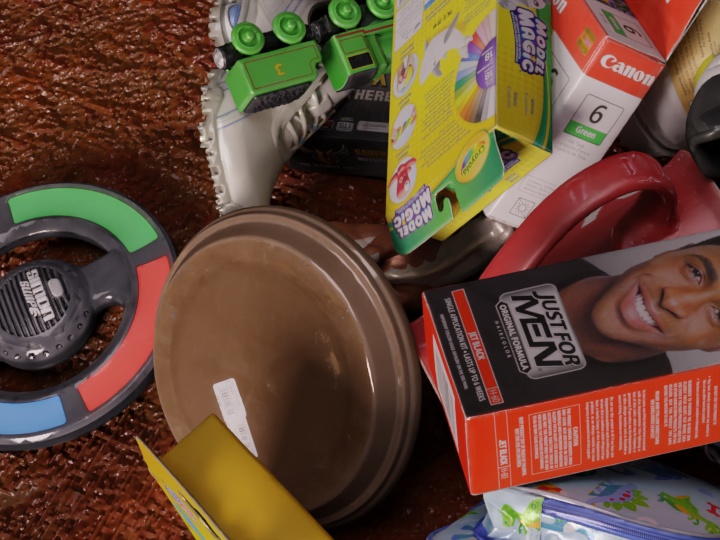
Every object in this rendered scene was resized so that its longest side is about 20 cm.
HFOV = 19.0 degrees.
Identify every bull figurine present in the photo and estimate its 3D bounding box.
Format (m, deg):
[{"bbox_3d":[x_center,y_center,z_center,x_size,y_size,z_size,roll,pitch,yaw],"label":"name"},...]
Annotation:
[{"bbox_3d":[0.000,0.000,1.347,0.199,0.121,0.066,-7,96,27],"label":"bull figurine"}]

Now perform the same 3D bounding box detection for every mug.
[{"bbox_3d":[0.127,0.017,1.273,0.199,0.178,0.134,-28,22,2],"label":"mug"}]

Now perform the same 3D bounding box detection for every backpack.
[{"bbox_3d":[0.140,0.180,1.143,0.199,0.183,0.148,22,103,21],"label":"backpack"}]

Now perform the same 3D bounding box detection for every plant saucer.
[{"bbox_3d":[-0.052,0.062,1.290,0.199,0.201,0.029,28,26,28],"label":"plant saucer"}]

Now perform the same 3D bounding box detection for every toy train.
[{"bbox_3d":[0.000,-0.147,1.380,0.199,0.042,0.057,-17,77,-26],"label":"toy train"}]

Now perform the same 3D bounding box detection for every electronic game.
[{"bbox_3d":[-0.213,0.028,1.425,0.199,0.042,0.201,-7,57,11],"label":"electronic game"}]

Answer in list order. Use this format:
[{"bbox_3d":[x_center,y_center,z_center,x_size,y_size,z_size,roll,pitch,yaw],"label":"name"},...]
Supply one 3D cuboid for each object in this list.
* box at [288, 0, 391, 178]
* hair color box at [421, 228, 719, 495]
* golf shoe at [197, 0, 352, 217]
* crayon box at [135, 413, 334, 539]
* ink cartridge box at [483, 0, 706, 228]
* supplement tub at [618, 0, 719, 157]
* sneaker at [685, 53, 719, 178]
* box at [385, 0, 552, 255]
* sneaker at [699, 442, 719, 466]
[{"bbox_3d":[0.058,-0.136,1.450,0.199,0.048,0.159,7,62,18],"label":"box"},{"bbox_3d":[0.140,0.042,1.113,0.199,0.061,0.102,-12,42,-6],"label":"hair color box"},{"bbox_3d":[-0.052,-0.111,1.393,0.097,0.078,0.201,-2,59,8],"label":"golf shoe"},{"bbox_3d":[-0.046,0.164,1.201,0.051,0.200,0.127,-39,58,-11],"label":"crayon box"},{"bbox_3d":[0.129,-0.132,1.287,0.200,0.050,0.109,-58,31,25],"label":"ink cartridge box"},{"bbox_3d":[0.254,-0.148,1.322,0.199,0.144,0.145,-12,54,35],"label":"supplement tub"},{"bbox_3d":[0.276,-0.059,1.224,0.199,0.075,0.085,18,47,16],"label":"sneaker"},{"bbox_3d":[0.065,-0.110,1.285,0.117,0.048,0.201,-38,38,47],"label":"box"},{"bbox_3d":[0.168,0.070,1.172,0.199,0.070,0.109,8,20,-11],"label":"sneaker"}]
